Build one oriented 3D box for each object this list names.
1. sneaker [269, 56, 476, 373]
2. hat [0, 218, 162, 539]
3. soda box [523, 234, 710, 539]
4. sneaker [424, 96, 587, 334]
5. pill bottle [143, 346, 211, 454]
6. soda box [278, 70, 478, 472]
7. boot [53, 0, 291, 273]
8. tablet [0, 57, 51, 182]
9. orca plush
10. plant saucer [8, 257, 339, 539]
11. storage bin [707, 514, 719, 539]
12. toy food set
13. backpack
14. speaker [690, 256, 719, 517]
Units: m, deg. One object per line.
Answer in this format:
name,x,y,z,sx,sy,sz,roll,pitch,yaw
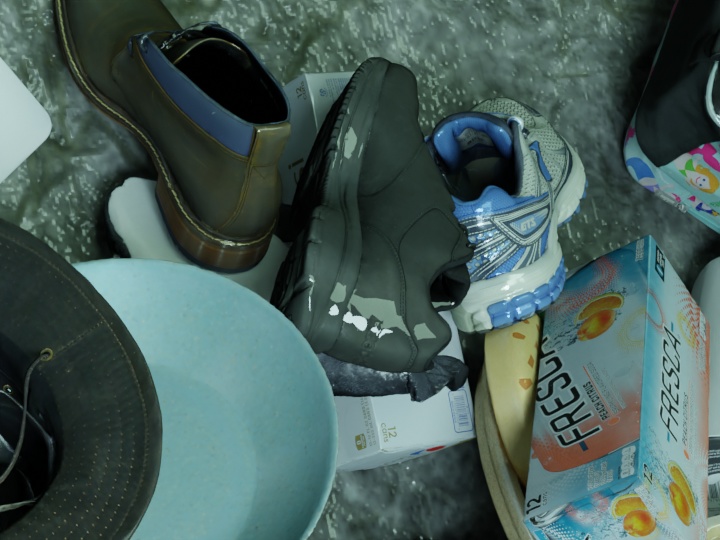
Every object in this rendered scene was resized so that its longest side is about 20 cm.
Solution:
sneaker,0.012,-0.022,1.229,0.091,0.076,0.200,20,45,-8
hat,-0.175,0.076,1.062,0.200,0.081,0.201,-1,63,1
soda box,0.127,0.072,1.246,0.068,0.064,0.200,54,25,-25
sneaker,0.072,-0.053,1.332,0.200,0.077,0.085,-87,158,-61
pill bottle,-0.121,0.126,1.189,0.113,0.113,0.200,43,59,-15
soda box,0.000,0.000,1.328,0.064,0.068,0.200,-5,79,-33
boot,-0.087,-0.105,1.254,0.075,0.097,0.200,-17,62,-30
tablet,-0.249,-0.057,1.221,0.130,0.014,0.200,49,57,-12
orca plush,-0.043,0.026,1.273,0.200,0.071,0.105,19,46,8
plant saucer,-0.108,0.085,1.123,0.201,0.039,0.201,-2,54,3
storage bin,0.160,0.234,1.257,0.198,0.094,0.200,-12,122,-9
toy food set,0.123,0.109,1.340,0.198,0.049,0.200,-8,74,-66
backpack,0.261,-0.091,1.469,0.200,0.151,0.178,28,65,-15
speaker,0.206,0.069,1.385,0.081,0.081,0.200,46,30,-13
